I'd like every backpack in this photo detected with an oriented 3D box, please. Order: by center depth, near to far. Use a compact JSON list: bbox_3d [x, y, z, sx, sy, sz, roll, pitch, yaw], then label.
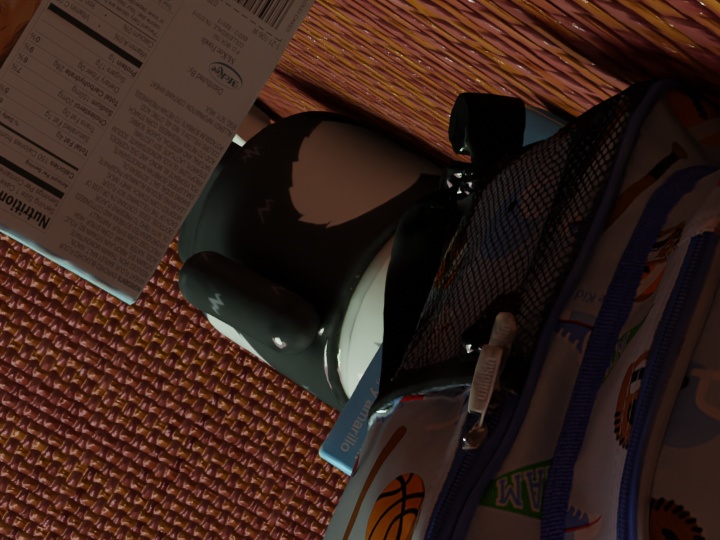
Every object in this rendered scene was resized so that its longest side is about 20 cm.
[{"bbox_3d":[0.083,0.074,0.544,0.200,0.191,0.154,31,163,-10],"label":"backpack"}]

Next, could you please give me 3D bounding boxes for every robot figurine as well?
[{"bbox_3d":[0.001,-0.002,1.152,0.200,0.150,0.125,31,160,38],"label":"robot figurine"}]

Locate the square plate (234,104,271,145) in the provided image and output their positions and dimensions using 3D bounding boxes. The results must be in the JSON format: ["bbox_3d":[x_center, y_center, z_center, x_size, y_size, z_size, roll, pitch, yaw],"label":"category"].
[{"bbox_3d":[-0.137,-0.130,1.518,0.200,0.028,0.198,31,178,19],"label":"square plate"}]

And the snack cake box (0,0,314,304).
[{"bbox_3d":[-0.117,-0.087,0.663,0.200,0.115,0.067,33,178,-41],"label":"snack cake box"}]

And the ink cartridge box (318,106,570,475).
[{"bbox_3d":[0.116,0.062,0.739,0.200,0.125,0.129,31,179,26],"label":"ink cartridge box"}]
